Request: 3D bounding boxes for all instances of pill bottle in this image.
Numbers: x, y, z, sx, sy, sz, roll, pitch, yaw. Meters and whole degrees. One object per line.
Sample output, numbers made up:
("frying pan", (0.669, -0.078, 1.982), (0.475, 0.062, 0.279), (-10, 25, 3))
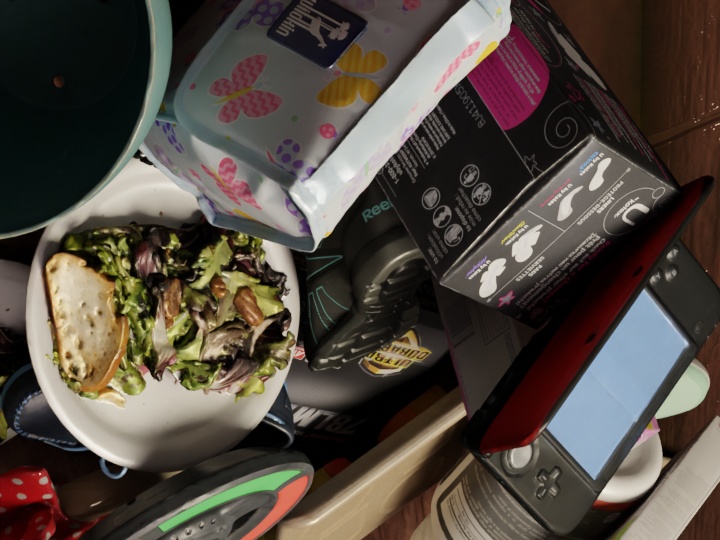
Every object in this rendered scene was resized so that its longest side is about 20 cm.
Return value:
("pill bottle", (0.122, 0.168, 1.650), (0.116, 0.116, 0.200), (1, 142, -35))

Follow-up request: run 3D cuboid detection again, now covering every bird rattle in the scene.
("bird rattle", (-0.190, 0.170, 1.545), (0.163, 0.113, 0.200), (-23, 145, -8))

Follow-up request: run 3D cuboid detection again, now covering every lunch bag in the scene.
("lunch bag", (-0.025, -0.109, 1.230), (0.170, 0.200, 0.127), (-49, 117, -11))

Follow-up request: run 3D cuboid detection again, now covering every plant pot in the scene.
("plant pot", (-0.182, -0.126, 1.187), (0.200, 0.200, 0.135), (-44, 178, 17))

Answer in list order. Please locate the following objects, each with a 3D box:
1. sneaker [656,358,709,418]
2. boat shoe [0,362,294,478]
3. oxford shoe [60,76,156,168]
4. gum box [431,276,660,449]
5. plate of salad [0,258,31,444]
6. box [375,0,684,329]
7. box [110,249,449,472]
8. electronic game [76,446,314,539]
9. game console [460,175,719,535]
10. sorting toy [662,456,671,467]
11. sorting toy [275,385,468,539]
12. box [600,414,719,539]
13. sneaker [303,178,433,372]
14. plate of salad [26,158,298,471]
("sneaker", (0.213, 0.124, 1.769), (0.200, 0.118, 0.074), (-1, 133, -35))
("boat shoe", (-0.131, 0.088, 1.468), (0.199, 0.069, 0.084), (-4, 133, -25))
("oxford shoe", (-0.095, -0.097, 1.362), (0.200, 0.073, 0.085), (29, 75, -36))
("gum box", (0.117, 0.029, 1.537), (0.113, 0.201, 0.066), (8, 147, -39))
("plate of salad", (-0.268, 0.071, 1.443), (0.199, 0.048, 0.200), (-19, 141, -16))
("box", (0.078, -0.086, 1.369), (0.132, 0.200, 0.115), (-44, 142, 18))
("box", (-0.054, 0.072, 1.590), (0.200, 0.050, 0.199), (17, 122, -43))
("electronic game", (-0.118, 0.175, 1.460), (0.200, 0.042, 0.200), (-29, 163, -10))
("game console", (0.167, 0.058, 1.393), (0.200, 0.119, 0.172), (-53, 126, -13))
("sorting toy", (0.172, 0.209, 1.913), (0.200, 0.037, 0.185), (21, 120, -41))
("sorting toy", (0.005, 0.157, 1.658), (0.185, 0.037, 0.200), (-35, 166, -21))
("box", (0.193, 0.200, 1.632), (0.200, 0.036, 0.144), (-39, 170, -50))
("sneaker", (0.000, 0.000, 1.457), (0.075, 0.079, 0.200), (-20, 161, -25))
("plate of salad", (-0.114, 0.025, 1.399), (0.200, 0.048, 0.201), (0, 90, -37))
